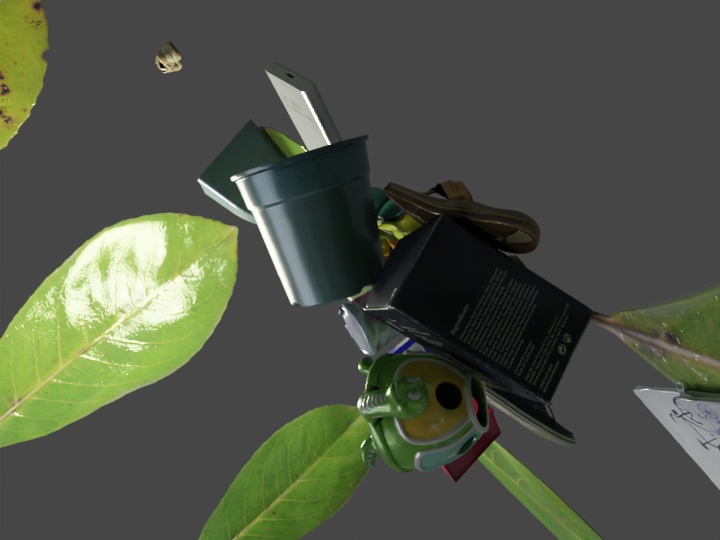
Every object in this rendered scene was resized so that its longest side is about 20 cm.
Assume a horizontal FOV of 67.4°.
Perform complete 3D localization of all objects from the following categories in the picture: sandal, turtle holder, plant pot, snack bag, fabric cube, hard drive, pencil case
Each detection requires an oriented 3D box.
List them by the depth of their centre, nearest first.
[{"bbox_3d":[0.365,0.183,0.506,0.189,0.021,0.200,49,171,2],"label":"snack bag"},{"bbox_3d":[0.113,-0.070,0.599,0.199,0.054,0.080,19,165,43],"label":"sandal"},{"bbox_3d":[0.069,0.148,0.620,0.186,0.130,0.142,60,-152,-35],"label":"turtle holder"},{"bbox_3d":[-0.058,-0.065,0.762,0.200,0.198,0.198,-158,51,-71],"label":"plant pot"},{"bbox_3d":[0.068,0.041,0.784,0.084,0.199,0.091,56,167,13],"label":"pencil case"},{"bbox_3d":[-0.074,-0.234,0.886,0.132,0.027,0.201,41,167,41],"label":"hard drive"},{"bbox_3d":[-0.265,-0.222,1.381,0.200,0.197,0.196,40,172,-6],"label":"plant pot"},{"bbox_3d":[0.244,0.421,1.500,0.199,0.200,0.197,39,166,39],"label":"fabric cube"}]

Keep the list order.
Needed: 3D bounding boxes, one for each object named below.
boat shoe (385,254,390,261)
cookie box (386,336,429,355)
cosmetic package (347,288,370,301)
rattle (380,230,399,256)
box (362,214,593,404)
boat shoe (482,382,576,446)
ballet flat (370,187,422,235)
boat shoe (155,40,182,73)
[{"bbox_3d":[0.029,-0.011,1.158,0.068,0.072,0.200,49,169,10],"label":"boat shoe"},{"bbox_3d":[0.128,0.122,0.920,0.075,0.171,0.200,50,171,8],"label":"cookie box"},{"bbox_3d":[-0.044,0.014,1.570,0.200,0.085,0.108,40,168,42],"label":"cosmetic package"},{"bbox_3d":[0.000,0.000,0.934,0.143,0.200,0.130,50,171,-9],"label":"rattle"},{"bbox_3d":[0.124,0.047,0.644,0.199,0.118,0.197,31,172,-6],"label":"box"},{"bbox_3d":[0.299,0.241,0.944,0.199,0.063,0.075,35,167,-4],"label":"boat shoe"},{"bbox_3d":[0.048,-0.082,0.824,0.067,0.067,0.200,38,175,-24],"label":"ballet flat"},{"bbox_3d":[-0.567,-0.614,1.571,0.071,0.064,0.200,52,171,-17],"label":"boat shoe"}]
